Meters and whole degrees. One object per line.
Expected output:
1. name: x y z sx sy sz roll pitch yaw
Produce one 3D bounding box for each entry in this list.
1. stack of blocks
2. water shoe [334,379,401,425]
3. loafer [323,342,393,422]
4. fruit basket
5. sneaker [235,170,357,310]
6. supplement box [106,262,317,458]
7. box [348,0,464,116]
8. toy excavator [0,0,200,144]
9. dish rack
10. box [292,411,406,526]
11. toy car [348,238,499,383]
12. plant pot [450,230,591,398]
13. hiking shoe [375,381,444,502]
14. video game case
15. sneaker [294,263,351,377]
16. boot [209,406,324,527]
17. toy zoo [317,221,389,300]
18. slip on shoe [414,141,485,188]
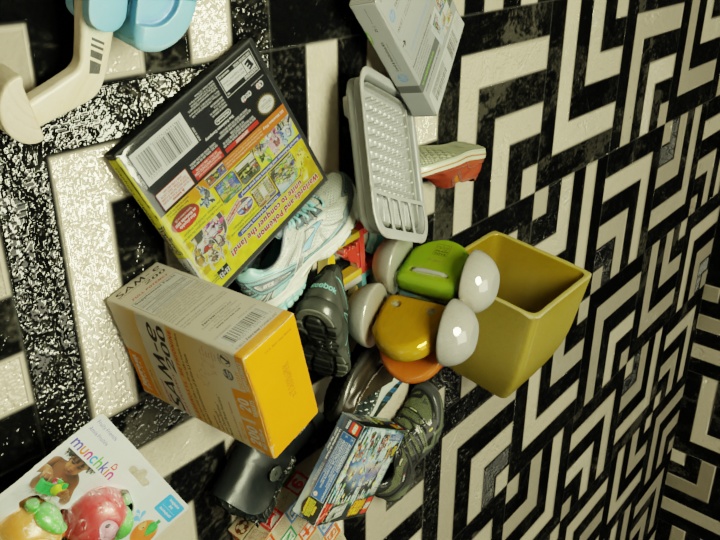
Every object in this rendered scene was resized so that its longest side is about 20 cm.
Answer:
1. stack of blocks: -0.093 0.376 1.078 0.116 0.058 0.202 -49 139 -27
2. water shoe: 0.022 0.163 1.145 0.200 0.071 0.080 -45 164 -33
3. loafer: 0.018 0.134 1.065 0.071 0.073 0.201 40 54 -9
4. fruit basket: -0.277 0.257 0.735 0.198 0.094 0.187 -35 134 -13
5. sneaker: -0.074 -0.045 0.904 0.202 0.077 0.087 -57 138 -18
6. supplement box: -0.146 0.084 0.760 0.073 0.197 0.128 -41 134 -37
7. box: 0.064 -0.318 0.964 0.200 0.040 0.159 48 53 -52
8. toy excavator: -0.211 -0.211 0.646 0.192 0.099 0.204 -15 125 -47
9. dish rack: 0.028 -0.136 0.962 0.171 0.043 0.205 3 81 -64
10. box: -0.008 0.265 1.040 0.139 0.039 0.200 -62 157 -2
11. toy car: 0.088 0.058 1.029 0.202 0.172 0.152 -61 150 -33
12. plant pot: 0.237 0.086 1.280 0.193 0.193 0.204 -27 132 -43
13. hiking shoe: 0.068 0.271 1.227 0.100 0.075 0.204 28 84 -57
14. video game case: -0.138 -0.106 0.804 0.201 0.025 0.183 -49 126 -28
15. sneaker: -0.039 0.070 0.976 0.201 0.074 0.081 95 10 -59
16. boot: -0.127 0.211 0.944 0.170 0.075 0.201 -59 148 -22
17. toy zoo: 0.000 0.000 1.065 0.199 0.020 0.134 -32 129 -42
18. slip on shoe: 0.120 -0.147 1.119 0.198 0.073 0.063 -18 123 -53
